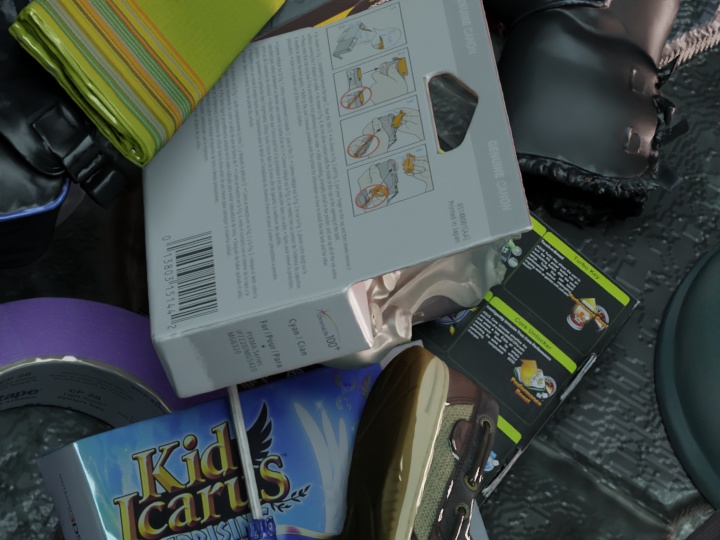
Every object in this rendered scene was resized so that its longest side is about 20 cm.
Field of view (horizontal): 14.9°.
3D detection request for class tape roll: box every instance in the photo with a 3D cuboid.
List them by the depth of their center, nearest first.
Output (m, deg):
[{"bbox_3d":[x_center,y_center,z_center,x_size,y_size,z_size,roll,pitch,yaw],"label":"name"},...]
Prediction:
[{"bbox_3d":[-0.147,0.117,1.325,0.200,0.066,0.200,6,66,-14],"label":"tape roll"}]

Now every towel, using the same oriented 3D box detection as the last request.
[{"bbox_3d":[-0.093,-0.119,1.258,0.086,0.018,0.200,51,29,-11],"label":"towel"}]

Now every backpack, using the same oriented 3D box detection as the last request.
[{"bbox_3d":[-0.224,-0.091,1.230,0.200,0.154,0.191,-3,75,-21],"label":"backpack"}]

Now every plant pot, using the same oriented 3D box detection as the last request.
[{"bbox_3d":[0.271,0.041,1.440,0.200,0.134,0.201,6,66,-13],"label":"plant pot"}]

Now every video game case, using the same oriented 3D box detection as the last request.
[{"bbox_3d":[-0.031,0.144,1.291,0.200,0.045,0.181,-16,83,-33],"label":"video game case"}]

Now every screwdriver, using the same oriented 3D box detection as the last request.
[{"bbox_3d":[-0.048,0.097,1.251,0.028,0.029,0.200,-2,76,-30],"label":"screwdriver"}]

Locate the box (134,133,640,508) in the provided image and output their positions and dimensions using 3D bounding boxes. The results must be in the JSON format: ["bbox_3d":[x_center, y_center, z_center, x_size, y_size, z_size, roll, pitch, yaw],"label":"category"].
[{"bbox_3d":[0.013,0.025,1.422,0.200,0.048,0.193,39,61,2],"label":"box"}]

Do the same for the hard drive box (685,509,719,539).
[{"bbox_3d":[0.267,0.182,1.367,0.200,0.156,0.077,25,63,-4],"label":"hard drive box"}]

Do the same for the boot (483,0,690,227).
[{"bbox_3d":[0.086,-0.120,1.495,0.198,0.073,0.163,16,70,-7],"label":"boot"}]

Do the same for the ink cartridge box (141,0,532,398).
[{"bbox_3d":[-0.013,-0.043,1.274,0.176,0.045,0.200,-16,41,7],"label":"ink cartridge box"}]

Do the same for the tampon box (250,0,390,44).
[{"bbox_3d":[-0.052,-0.204,1.429,0.150,0.126,0.200,-28,76,1],"label":"tampon box"}]

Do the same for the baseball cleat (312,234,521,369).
[{"bbox_3d":[0.000,0.000,1.347,0.200,0.106,0.070,-26,108,-63],"label":"baseball cleat"}]

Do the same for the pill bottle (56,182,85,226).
[{"bbox_3d":[-0.224,-0.105,1.372,0.111,0.111,0.200,-21,75,-23],"label":"pill bottle"}]

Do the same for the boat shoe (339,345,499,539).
[{"bbox_3d":[0.025,0.133,1.257,0.066,0.072,0.201,21,62,-18],"label":"boat shoe"}]
